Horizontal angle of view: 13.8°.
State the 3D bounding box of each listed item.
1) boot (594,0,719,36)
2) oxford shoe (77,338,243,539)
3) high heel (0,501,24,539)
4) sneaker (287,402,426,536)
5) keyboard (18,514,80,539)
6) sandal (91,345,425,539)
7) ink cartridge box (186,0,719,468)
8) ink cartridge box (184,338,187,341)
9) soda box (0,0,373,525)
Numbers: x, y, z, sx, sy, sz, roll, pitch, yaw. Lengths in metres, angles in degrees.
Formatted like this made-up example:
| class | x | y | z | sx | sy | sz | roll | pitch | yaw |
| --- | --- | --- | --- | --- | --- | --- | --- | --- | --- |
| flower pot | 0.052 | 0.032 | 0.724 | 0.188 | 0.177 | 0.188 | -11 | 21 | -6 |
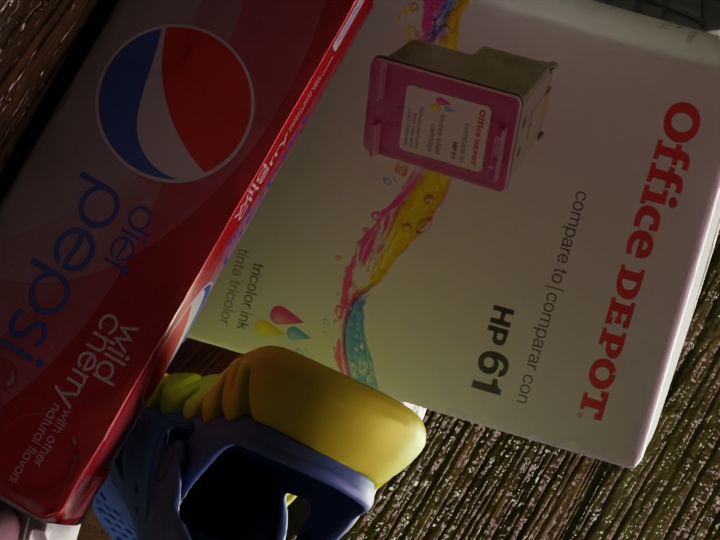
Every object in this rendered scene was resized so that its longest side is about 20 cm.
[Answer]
| class | x | y | z | sx | sy | sz | roll | pitch | yaw |
| --- | --- | --- | --- | --- | --- | --- | --- | --- | --- |
| boot | 0.057 | -0.094 | 1.162 | 0.132 | 0.200 | 0.070 | 76 | 24 | -61 |
| oxford shoe | -0.068 | 0.074 | 1.140 | 0.071 | 0.074 | 0.200 | -43 | -171 | -31 |
| high heel | -0.125 | 0.094 | 1.135 | 0.096 | 0.067 | 0.200 | -51 | 173 | -10 |
| sneaker | 0.000 | 0.000 | 1.153 | 0.086 | 0.080 | 0.200 | -32 | 141 | -58 |
| keyboard | -0.093 | 0.029 | 1.078 | 0.056 | 0.011 | 0.200 | 93 | 9 | -53 |
| sandal | -0.052 | 0.081 | 0.981 | 0.087 | 0.079 | 0.200 | -65 | -168 | -17 |
| ink cartridge box | 0.027 | -0.032 | 1.038 | 0.085 | 0.200 | 0.145 | -48 | 153 | -78 |
| ink cartridge box | -0.073 | 0.067 | 1.275 | 0.200 | 0.045 | 0.176 | -61 | -151 | -1 |
| soda box | -0.073 | -0.020 | 0.947 | 0.200 | 0.070 | 0.063 | -61 | 178 | -3 |
